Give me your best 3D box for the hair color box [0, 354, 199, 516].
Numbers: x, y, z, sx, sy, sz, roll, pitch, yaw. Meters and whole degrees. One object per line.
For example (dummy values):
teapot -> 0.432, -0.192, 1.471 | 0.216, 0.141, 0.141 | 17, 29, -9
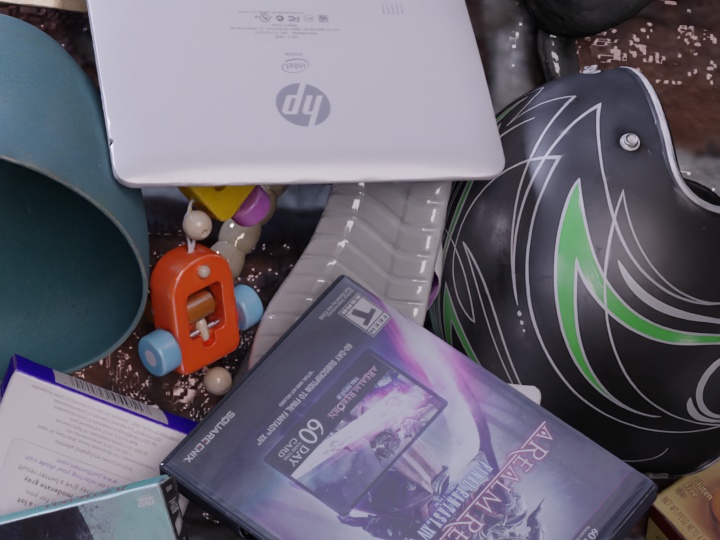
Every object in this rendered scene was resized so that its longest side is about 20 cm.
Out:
hair color box -> -0.163, 0.156, 1.488 | 0.109, 0.065, 0.201 | 21, 92, -9

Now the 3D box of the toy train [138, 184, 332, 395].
toy train -> -0.051, -0.035, 1.525 | 0.200, 0.056, 0.151 | -32, 128, -31

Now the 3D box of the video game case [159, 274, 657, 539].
video game case -> 0.023, 0.103, 1.416 | 0.200, 0.019, 0.143 | 33, 64, 24

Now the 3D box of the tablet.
tablet -> -0.033, -0.096, 1.470 | 0.199, 0.014, 0.131 | -2, 54, -14

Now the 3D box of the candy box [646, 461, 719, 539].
candy box -> 0.270, 0.125, 1.607 | 0.200, 0.055, 0.116 | -33, 64, -16

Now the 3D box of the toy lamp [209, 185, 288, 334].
toy lamp -> -0.041, -0.062, 1.584 | 0.058, 0.058, 0.201 | 28, 76, -8

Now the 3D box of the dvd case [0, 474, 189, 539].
dvd case -> -0.133, 0.212, 1.434 | 0.145, 0.022, 0.201 | -14, 98, 14

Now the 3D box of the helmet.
helmet -> 0.128, 0.000, 1.547 | 0.190, 0.200, 0.201 | 29, 75, -16

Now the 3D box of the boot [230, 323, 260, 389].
boot -> 0.015, 0.110, 1.568 | 0.199, 0.074, 0.096 | 29, 82, 1

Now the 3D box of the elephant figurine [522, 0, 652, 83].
elephant figurine -> 0.180, -0.216, 1.617 | 0.199, 0.155, 0.142 | -15, 62, -7

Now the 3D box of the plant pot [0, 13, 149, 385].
plant pot -> -0.200, -0.052, 1.489 | 0.199, 0.200, 0.135 | 13, 52, -11

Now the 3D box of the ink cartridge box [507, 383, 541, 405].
ink cartridge box -> 0.023, 0.151, 1.436 | 0.117, 0.067, 0.201 | 7, 57, 10

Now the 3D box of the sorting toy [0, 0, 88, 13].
sorting toy -> -0.108, -0.232, 1.521 | 0.198, 0.070, 0.201 | 5, 93, -14

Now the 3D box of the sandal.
sandal -> 0.007, 0.003, 1.511 | 0.082, 0.050, 0.203 | 23, 93, 16
